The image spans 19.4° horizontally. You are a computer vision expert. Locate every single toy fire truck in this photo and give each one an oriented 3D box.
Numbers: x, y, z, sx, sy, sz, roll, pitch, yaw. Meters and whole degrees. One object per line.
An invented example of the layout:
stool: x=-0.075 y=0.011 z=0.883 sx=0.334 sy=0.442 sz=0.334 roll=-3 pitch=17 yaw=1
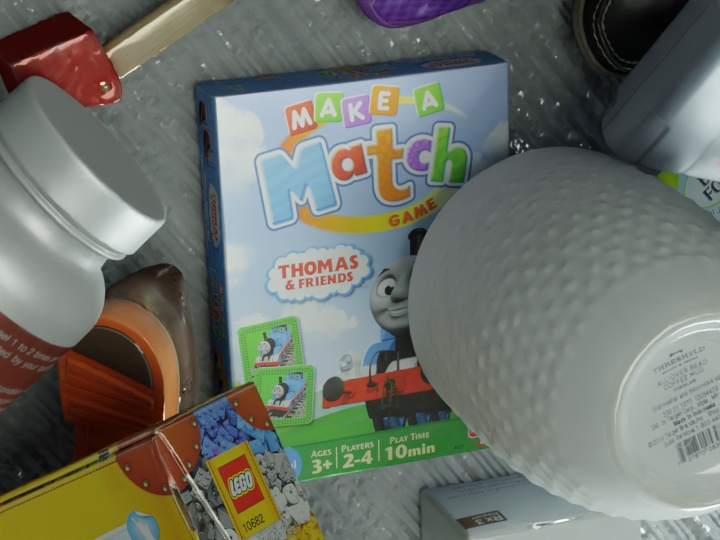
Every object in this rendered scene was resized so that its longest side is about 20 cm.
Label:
toy fire truck: x=-0.081 y=-0.166 z=0.948 sx=0.199 sy=0.049 sz=0.142 roll=-22 pitch=113 yaw=-15

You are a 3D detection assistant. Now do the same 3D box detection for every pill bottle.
pill bottle: x=-0.184 y=0.014 z=0.908 sx=0.200 sy=0.112 sz=0.112 roll=-41 pitch=116 yaw=9

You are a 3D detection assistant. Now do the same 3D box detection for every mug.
mug: x=0.141 y=0.029 z=0.953 sx=0.199 sy=0.175 sz=0.148 roll=-12 pitch=109 yaw=-14

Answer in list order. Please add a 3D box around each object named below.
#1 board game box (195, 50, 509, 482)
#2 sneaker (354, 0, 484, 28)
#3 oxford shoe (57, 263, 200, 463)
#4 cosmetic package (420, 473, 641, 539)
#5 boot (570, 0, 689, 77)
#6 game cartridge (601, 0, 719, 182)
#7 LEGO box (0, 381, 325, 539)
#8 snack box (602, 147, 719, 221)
board game box: x=0.000 y=0.000 z=1.037 sx=0.151 sy=0.037 sz=0.201 roll=-9 pitch=108 yaw=-18
sneaker: x=0.086 y=-0.159 z=0.964 sx=0.200 sy=0.089 sz=0.081 roll=-24 pitch=139 yaw=14
oxford shoe: x=-0.102 y=0.090 z=1.008 sx=0.071 sy=0.073 sz=0.201 roll=18 pitch=124 yaw=13
cosmetic package: x=0.090 y=0.211 z=1.118 sx=0.101 sy=0.074 sz=0.201 roll=-7 pitch=107 yaw=-19
boot: x=0.206 y=-0.158 z=1.001 sx=0.200 sy=0.151 sz=0.073 roll=-33 pitch=107 yaw=-10
game cartridge: x=0.230 y=-0.082 z=0.985 sx=0.199 sy=0.041 sz=0.133 roll=9 pitch=144 yaw=-19
LEGO box: x=-0.109 y=0.157 z=0.933 sx=0.077 sy=0.200 sz=0.149 roll=-23 pitch=89 yaw=-57
snack box: x=0.205 y=-0.020 z=1.092 sx=0.200 sy=0.068 sz=0.169 roll=-46 pitch=114 yaw=-4
